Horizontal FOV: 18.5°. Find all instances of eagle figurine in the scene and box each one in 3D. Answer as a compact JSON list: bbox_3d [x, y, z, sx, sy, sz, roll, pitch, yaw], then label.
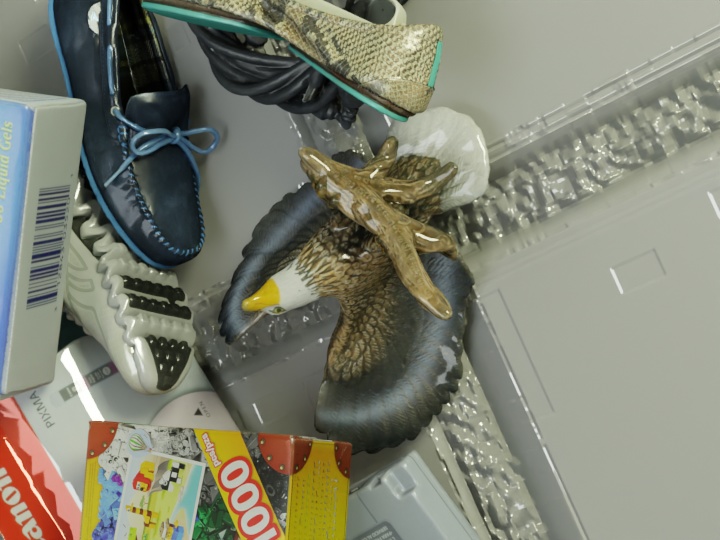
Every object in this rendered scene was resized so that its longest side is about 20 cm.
[{"bbox_3d":[-0.007,0.001,1.316,0.200,0.149,0.153,101,172,-63],"label":"eagle figurine"}]

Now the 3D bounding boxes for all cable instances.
[{"bbox_3d":[-0.037,-0.194,1.322,0.163,0.051,0.202,33,124,31],"label":"cable"}]

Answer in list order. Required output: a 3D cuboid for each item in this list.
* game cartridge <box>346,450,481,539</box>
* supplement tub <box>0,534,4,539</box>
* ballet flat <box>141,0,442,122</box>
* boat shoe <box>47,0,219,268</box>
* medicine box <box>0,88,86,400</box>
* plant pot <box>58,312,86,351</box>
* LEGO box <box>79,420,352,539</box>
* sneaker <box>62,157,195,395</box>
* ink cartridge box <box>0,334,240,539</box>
[{"bbox_3d":[0.007,0.207,1.403,0.200,0.040,0.134,-34,90,41],"label":"game cartridge"},{"bbox_3d":[-0.329,0.197,1.602,0.145,0.145,0.201,38,124,22],"label":"supplement tub"},{"bbox_3d":[-0.035,-0.152,1.265,0.199,0.068,0.076,25,98,27],"label":"ballet flat"},{"bbox_3d":[-0.143,-0.101,1.406,0.068,0.084,0.202,-21,93,36],"label":"boat shoe"},{"bbox_3d":[-0.286,-0.028,1.373,0.198,0.103,0.184,9,96,11],"label":"medicine box"},{"bbox_3d":[-0.270,0.049,1.521,0.141,0.141,0.201,-41,84,38],"label":"plant pot"},{"bbox_3d":[-0.092,0.196,1.330,0.148,0.077,0.202,1,84,28],"label":"LEGO box"},{"bbox_3d":[-0.170,0.008,1.435,0.081,0.075,0.201,-41,55,19],"label":"sneaker"},{"bbox_3d":[-0.169,0.130,1.423,0.163,0.199,0.057,58,138,7],"label":"ink cartridge box"}]
